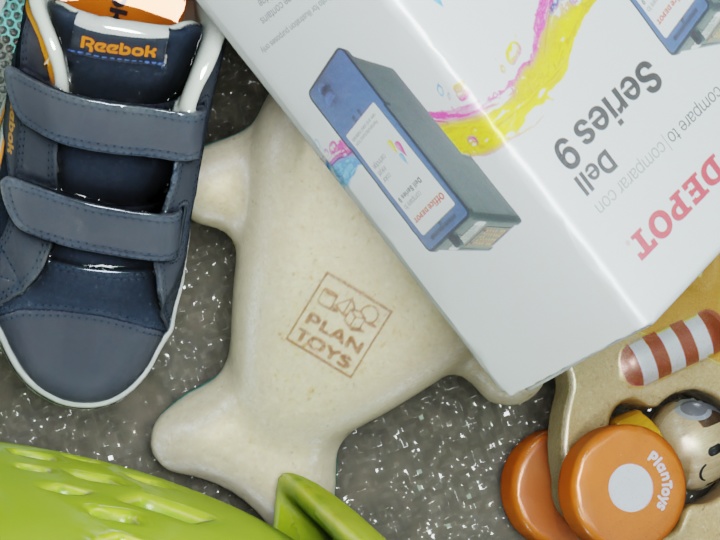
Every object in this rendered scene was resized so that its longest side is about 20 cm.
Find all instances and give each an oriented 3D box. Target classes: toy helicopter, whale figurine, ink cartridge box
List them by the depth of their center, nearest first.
[{"bbox_3d":[0.052,-0.082,0.878,0.145,0.087,0.200,-41,97,-36],"label":"ink cartridge box"},{"bbox_3d":[0.000,0.000,0.983,0.158,0.104,0.201,29,103,-5],"label":"whale figurine"},{"bbox_3d":[0.134,0.022,1.002,0.131,0.079,0.202,8,83,-17],"label":"toy helicopter"}]

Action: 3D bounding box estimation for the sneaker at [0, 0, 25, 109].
[{"bbox_3d":[-0.119,-0.075,0.977,0.091,0.078,0.201,27,86,-15],"label":"sneaker"}]

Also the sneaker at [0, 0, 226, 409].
[{"bbox_3d":[-0.091,-0.050,0.907,0.078,0.079,0.202,6,92,-10],"label":"sneaker"}]

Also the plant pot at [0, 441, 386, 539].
[{"bbox_3d":[-0.069,0.169,0.875,0.180,0.200,0.201,2,97,-17],"label":"plant pot"}]
